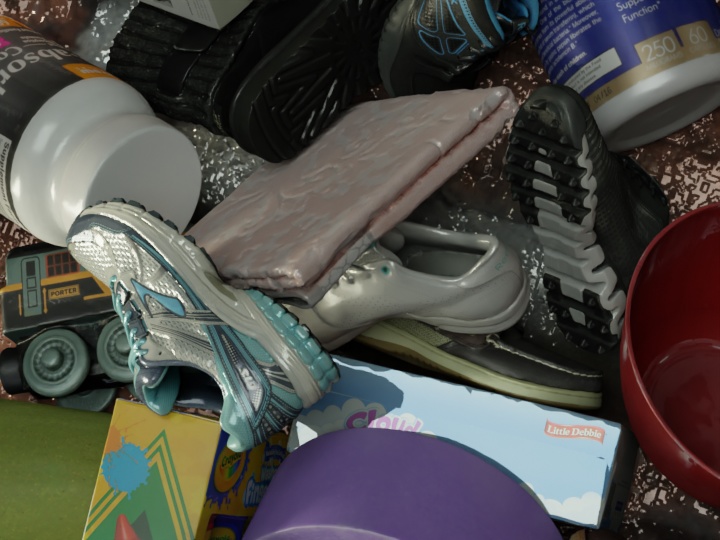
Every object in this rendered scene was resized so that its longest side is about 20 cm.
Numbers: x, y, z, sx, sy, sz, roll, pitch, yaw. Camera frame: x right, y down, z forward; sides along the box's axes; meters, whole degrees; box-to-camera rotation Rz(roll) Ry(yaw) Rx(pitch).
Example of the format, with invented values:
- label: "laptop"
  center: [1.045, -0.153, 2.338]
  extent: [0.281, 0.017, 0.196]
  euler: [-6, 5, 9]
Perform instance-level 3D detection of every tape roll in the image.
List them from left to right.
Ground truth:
- label: "tape roll"
  center: [0.022, 0.195, 1.345]
  extent: [0.199, 0.201, 0.085]
  euler: [13, 42, 14]

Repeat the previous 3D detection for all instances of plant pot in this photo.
- label: "plant pot"
  center: [-0.240, 0.154, 1.433]
  extent: [0.189, 0.200, 0.201]
  euler: [-2, 82, 1]

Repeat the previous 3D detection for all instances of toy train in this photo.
- label: "toy train"
  center: [-0.145, 0.026, 1.471]
  extent: [0.199, 0.085, 0.115]
  euler: [-11, 71, 11]

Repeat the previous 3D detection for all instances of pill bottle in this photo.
- label: "pill bottle"
  center: [-0.200, -0.084, 1.444]
  extent: [0.200, 0.116, 0.117]
  euler: [29, 90, 39]
- label: "pill bottle"
  center: [0.152, -0.185, 1.409]
  extent: [0.115, 0.116, 0.201]
  euler: [-26, 78, 8]

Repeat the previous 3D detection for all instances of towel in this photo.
- label: "towel"
  center: [-0.019, -0.046, 1.372]
  extent: [0.191, 0.200, 0.032]
  euler: [-43, 111, -24]

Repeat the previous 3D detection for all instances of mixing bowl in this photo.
- label: "mixing bowl"
  center: [0.234, 0.068, 1.343]
  extent: [0.199, 0.108, 0.201]
  euler: [7, 61, -13]

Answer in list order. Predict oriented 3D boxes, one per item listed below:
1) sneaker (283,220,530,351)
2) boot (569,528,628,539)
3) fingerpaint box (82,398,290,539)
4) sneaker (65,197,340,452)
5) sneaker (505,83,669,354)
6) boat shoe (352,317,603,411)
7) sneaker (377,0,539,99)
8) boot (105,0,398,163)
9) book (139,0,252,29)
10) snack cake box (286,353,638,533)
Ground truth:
- label: "sneaker"
  center: [0.000, 0.000, 1.373]
  extent: [0.199, 0.089, 0.076]
  euler: [-7, 63, 12]
- label: "boot"
  center: [0.234, 0.180, 1.316]
  extent: [0.166, 0.200, 0.073]
  euler: [-33, 35, 21]
- label: "fingerpaint box"
  center: [-0.107, 0.172, 1.379]
  extent: [0.073, 0.200, 0.168]
  euler: [12, 85, 13]
- label: "sneaker"
  center: [-0.110, 0.031, 1.290]
  extent: [0.200, 0.078, 0.086]
  euler: [32, 70, 31]
- label: "sneaker"
  center: [0.144, -0.047, 1.371]
  extent: [0.066, 0.201, 0.090]
  euler: [24, 55, 38]
- label: "boat shoe"
  center: [0.064, 0.035, 1.424]
  extent: [0.200, 0.072, 0.066]
  euler: [18, 92, 19]
- label: "sneaker"
  center: [0.064, -0.153, 1.390]
  extent: [0.073, 0.200, 0.082]
  euler: [-33, 62, -27]
- label: "boot"
  center: [-0.054, -0.166, 1.475]
  extent: [0.211, 0.080, 0.158]
  euler: [-40, 41, -24]
- label: "book"
  center: [-0.165, -0.241, 1.441]
  extent: [0.048, 0.134, 0.200]
  euler: [-42, 46, -22]
- label: "snack cake box"
  center: [0.066, 0.108, 1.391]
  extent: [0.199, 0.115, 0.068]
  euler: [13, 86, 14]
